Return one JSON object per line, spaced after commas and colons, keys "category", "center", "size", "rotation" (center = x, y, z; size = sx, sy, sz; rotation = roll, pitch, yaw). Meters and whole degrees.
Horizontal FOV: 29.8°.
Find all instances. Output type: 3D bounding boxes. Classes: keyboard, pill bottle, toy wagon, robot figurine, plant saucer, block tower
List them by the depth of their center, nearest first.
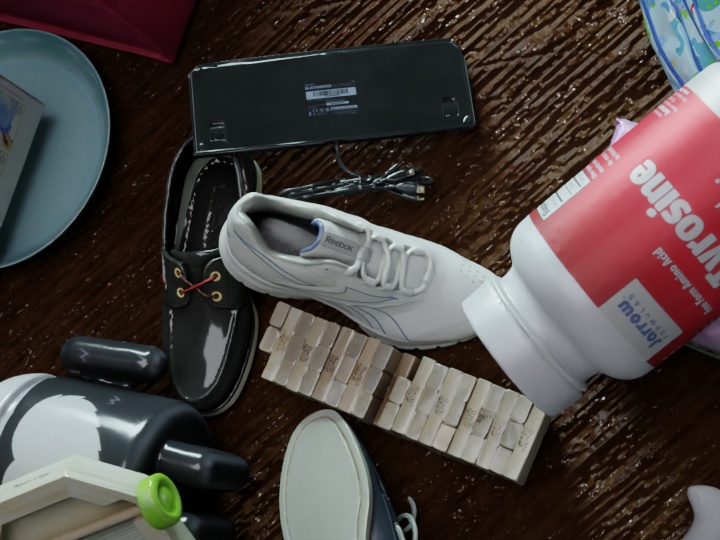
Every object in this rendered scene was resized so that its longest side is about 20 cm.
{"category": "pill bottle", "center": [0.159, -0.012, 0.758], "size": [0.200, 0.112, 0.112], "rotation": [-41, 66, 11]}
{"category": "toy wagon", "center": [-0.153, 0.206, 0.842], "size": [0.155, 0.200, 0.040], "rotation": [-23, 24, 18]}
{"category": "block tower", "center": [0.030, 0.082, 0.892], "size": [0.200, 0.058, 0.054], "rotation": [20, 83, 26]}
{"category": "robot figurine", "center": [-0.180, 0.137, 0.911], "size": [0.200, 0.125, 0.150], "rotation": [10, 43, 22]}
{"category": "keyboard", "center": [-0.018, -0.098, 0.947], "size": [0.200, 0.021, 0.127], "rotation": [-6, 66, -1]}
{"category": "plant saucer", "center": [-0.280, -0.093, 1.069], "size": [0.200, 0.027, 0.200], "rotation": [-6, 73, 19]}

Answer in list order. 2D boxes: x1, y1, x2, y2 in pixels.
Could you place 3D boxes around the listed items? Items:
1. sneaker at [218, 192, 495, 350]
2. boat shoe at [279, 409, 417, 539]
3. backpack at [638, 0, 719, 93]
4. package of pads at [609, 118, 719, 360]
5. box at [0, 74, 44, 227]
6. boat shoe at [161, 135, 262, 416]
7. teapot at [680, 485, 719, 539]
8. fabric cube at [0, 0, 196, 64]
{"category": "sneaker", "center": [0.000, 0.000, 0.893], "size": [0.200, 0.087, 0.075], "rotation": [14, 76, 1]}
{"category": "boat shoe", "center": [0.003, 0.185, 0.866], "size": [0.075, 0.062, 0.200], "rotation": [-35, 56, 25]}
{"category": "backpack", "center": [0.252, -0.168, 0.844], "size": [0.163, 0.154, 0.200], "rotation": [-7, 85, -2]}
{"category": "package of pads", "center": [0.227, -0.008, 0.833], "size": [0.200, 0.076, 0.121], "rotation": [23, 88, 25]}
{"category": "box", "center": [-0.337, -0.058, 1.009], "size": [0.112, 0.101, 0.200], "rotation": [13, 80, 22]}
{"category": "boat shoe", "center": [-0.112, 0.001, 0.963], "size": [0.074, 0.063, 0.202], "rotation": [0, 76, 17]}
{"category": "teapot", "center": [0.227, 0.248, 0.724], "size": [0.146, 0.200, 0.197], "rotation": [-23, 23, -27]}
{"category": "fabric cube", "center": [-0.225, -0.298, 1.014], "size": [0.196, 0.200, 0.200], "rotation": [16, 83, 22]}
